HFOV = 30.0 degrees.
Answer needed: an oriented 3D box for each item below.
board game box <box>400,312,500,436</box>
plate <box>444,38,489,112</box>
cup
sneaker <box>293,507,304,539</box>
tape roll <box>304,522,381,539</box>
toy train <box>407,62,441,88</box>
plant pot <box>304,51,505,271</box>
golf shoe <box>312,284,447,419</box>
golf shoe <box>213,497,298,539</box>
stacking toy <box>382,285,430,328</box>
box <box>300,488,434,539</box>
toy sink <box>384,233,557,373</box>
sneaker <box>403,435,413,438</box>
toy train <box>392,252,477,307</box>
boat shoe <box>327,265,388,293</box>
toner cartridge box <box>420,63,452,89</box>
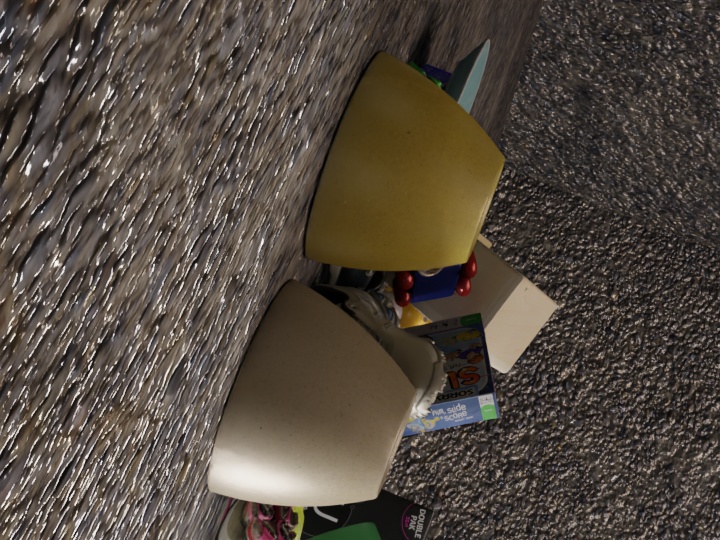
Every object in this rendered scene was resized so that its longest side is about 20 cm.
[{"bbox_3d":[0.036,0.114,1.363,0.136,0.197,0.035,-94,171,-56],"label":"board game box"},{"bbox_3d":[0.100,-0.168,1.512,0.200,0.025,0.203,23,89,-84],"label":"plate"},{"bbox_3d":[-0.032,0.128,1.199,0.200,0.141,0.203,21,90,-85],"label":"cup"},{"bbox_3d":[-0.085,0.218,1.453,0.105,0.075,0.203,-162,-88,-78],"label":"sneaker"},{"bbox_3d":[-0.068,0.316,1.358,0.201,0.198,0.049,91,-24,-72],"label":"tape roll"},{"bbox_3d":[0.080,-0.129,1.375,0.042,0.056,0.201,-36,136,-9],"label":"toy train"},{"bbox_3d":[0.050,-0.080,1.232,0.200,0.140,0.203,21,90,-83],"label":"plant pot"},{"bbox_3d":[0.009,0.074,1.296,0.079,0.096,0.200,-60,-148,8],"label":"golf shoe"},{"bbox_3d":[-0.097,0.217,1.315,0.091,0.073,0.200,-30,-168,25],"label":"golf shoe"},{"bbox_3d":[0.053,0.066,1.694,0.148,0.145,0.200,-69,158,-1],"label":"stacking toy"},{"bbox_3d":[-0.030,0.313,1.559,0.124,0.198,0.150,86,27,-76],"label":"box"},{"bbox_3d":[0.110,0.006,1.554,0.113,0.200,0.130,-52,149,3],"label":"toy sink"},{"bbox_3d":[0.016,0.154,1.637,0.084,0.198,0.121,63,24,-26],"label":"sneaker"},{"bbox_3d":[0.070,-0.043,1.387,0.200,0.083,0.117,90,-10,-74],"label":"toy train"},{"bbox_3d":[0.000,0.000,1.422,0.201,0.061,0.076,103,5,-60],"label":"boat shoe"},{"bbox_3d":[0.062,-0.171,1.494,0.200,0.043,0.096,-49,158,-72],"label":"toner cartridge box"}]
